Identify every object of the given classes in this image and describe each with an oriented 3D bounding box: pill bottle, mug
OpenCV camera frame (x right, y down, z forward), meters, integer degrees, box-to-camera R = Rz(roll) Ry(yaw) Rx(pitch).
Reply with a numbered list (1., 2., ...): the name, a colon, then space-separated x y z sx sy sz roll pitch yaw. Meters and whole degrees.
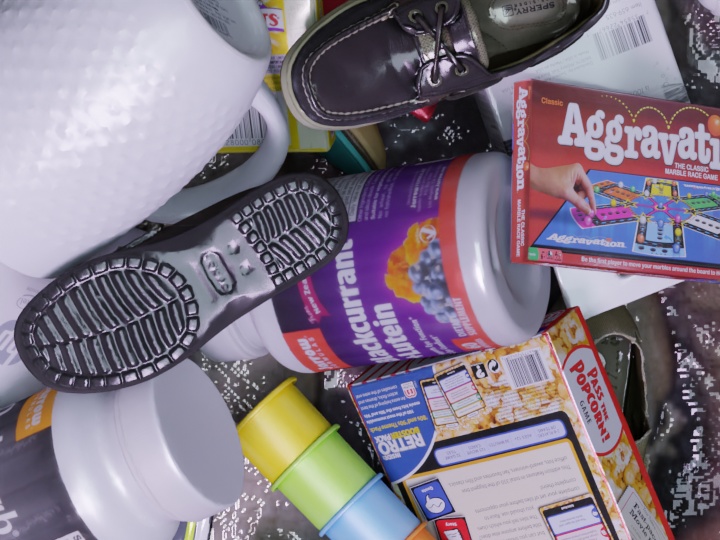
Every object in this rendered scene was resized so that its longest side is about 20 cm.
1. pill bottle: -0.174 0.127 1.566 0.199 0.116 0.117 -25 101 22
2. pill bottle: 0.000 0.000 1.578 0.199 0.111 0.112 -9 101 24
3. mug: -0.126 -0.091 1.509 0.175 0.148 0.200 -34 134 22

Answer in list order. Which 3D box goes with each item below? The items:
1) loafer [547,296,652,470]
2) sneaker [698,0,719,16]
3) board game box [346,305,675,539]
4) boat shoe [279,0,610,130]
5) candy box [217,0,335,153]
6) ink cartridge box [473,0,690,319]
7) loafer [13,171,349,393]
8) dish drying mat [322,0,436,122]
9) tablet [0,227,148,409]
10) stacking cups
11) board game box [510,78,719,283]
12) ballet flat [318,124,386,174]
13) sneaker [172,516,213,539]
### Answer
1. loafer: 0.139 0.114 1.663 0.076 0.067 0.201 -4 98 -7
2. sneaker: 0.148 -0.217 1.564 0.129 0.080 0.200 -6 55 -6
3. board game box: 0.097 0.135 1.628 0.151 0.046 0.201 -16 102 36
4. boat shoe: 0.049 -0.133 1.523 0.199 0.065 0.073 -25 99 -24
5. candy box: -0.117 -0.118 1.576 0.199 0.026 0.103 0 111 13
6. ink cartridge box: 0.138 -0.084 1.635 0.115 0.067 0.201 -21 100 -5
7. loafer: -0.096 0.009 1.514 0.199 0.071 0.073 -24 95 3
8. dish drying mat: -0.030 -0.168 1.604 0.200 0.077 0.018 39 126 -11
9. tablet: -0.198 0.021 1.583 0.200 0.014 0.131 19 94 -41
10. stacking cups: 0.005 0.157 1.633 0.060 0.061 0.200 -42 87 0
11. board game box: 0.170 -0.048 1.575 0.199 0.019 0.103 5 82 -35
12. ballet flat: -0.050 -0.135 1.607 0.200 0.069 0.063 39 74 -12
13. sneaker: -0.134 0.168 1.636 0.081 0.074 0.201 10 95 -6
